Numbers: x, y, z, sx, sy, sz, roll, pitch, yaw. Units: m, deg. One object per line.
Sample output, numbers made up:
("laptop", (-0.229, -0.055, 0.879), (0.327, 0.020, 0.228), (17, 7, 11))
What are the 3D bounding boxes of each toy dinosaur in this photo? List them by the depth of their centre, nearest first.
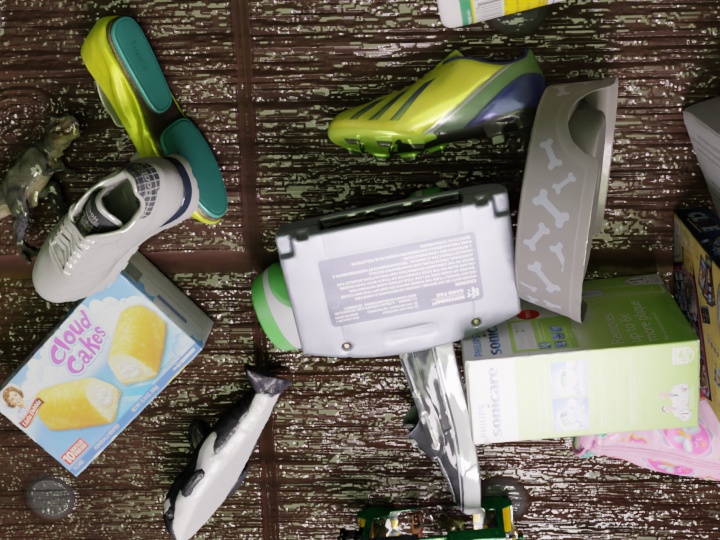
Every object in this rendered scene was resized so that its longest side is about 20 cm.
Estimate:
("toy dinosaur", (-0.310, -0.064, 0.905), (0.199, 0.048, 0.089), (-37, 98, 18))

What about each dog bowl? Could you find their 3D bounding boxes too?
("dog bowl", (0.172, -0.061, 0.803), (0.057, 0.200, 0.205), (9, 112, 16))

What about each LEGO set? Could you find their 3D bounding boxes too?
("LEGO set", (0.078, 0.310, 0.966), (0.195, 0.154, 0.119), (-6, 94, -2))

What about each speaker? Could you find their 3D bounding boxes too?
("speaker", (0.000, 0.000, 0.887), (0.197, 0.089, 0.090), (-26, 108, 12))

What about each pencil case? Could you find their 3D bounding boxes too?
("pencil case", (0.306, 0.157, 0.931), (0.195, 0.088, 0.089), (12, 112, -1))

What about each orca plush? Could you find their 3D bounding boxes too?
("orca plush", (-0.153, 0.172, 0.972), (0.071, 0.105, 0.203), (36, 115, 22))

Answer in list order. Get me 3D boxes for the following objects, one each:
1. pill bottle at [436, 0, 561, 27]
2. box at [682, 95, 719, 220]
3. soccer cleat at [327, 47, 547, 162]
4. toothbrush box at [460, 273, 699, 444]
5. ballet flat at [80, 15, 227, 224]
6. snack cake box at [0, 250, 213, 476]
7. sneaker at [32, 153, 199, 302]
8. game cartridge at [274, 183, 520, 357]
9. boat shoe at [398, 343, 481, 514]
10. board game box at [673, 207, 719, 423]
("pill bottle", (0.149, -0.271, 0.761), (0.195, 0.113, 0.115), (-12, 110, 8))
("box", (0.400, -0.077, 0.776), (0.196, 0.201, 0.174), (-24, 106, 11))
("soccer cleat", (0.066, -0.148, 0.851), (0.195, 0.065, 0.086), (-7, 81, 10))
("toothbrush box", (0.190, 0.077, 0.874), (0.195, 0.146, 0.088), (-7, 112, 6))
("ballet flat", (-0.189, -0.129, 0.868), (0.066, 0.067, 0.203), (-17, 108, 32))
("snack cake box", (-0.253, 0.089, 0.945), (0.115, 0.067, 0.200), (42, 107, -13))
("sneaker", (-0.231, -0.035, 0.832), (0.199, 0.080, 0.077), (-37, 84, 26))
("game cartridge", (0.035, 0.007, 0.823), (0.195, 0.041, 0.136), (-10, 116, 2))
("boat shoe", (0.075, 0.149, 0.948), (0.066, 0.072, 0.204), (-12, 107, 5))
("board game box", (0.310, 0.043, 0.825), (0.034, 0.201, 0.138), (-5, 112, 5))
